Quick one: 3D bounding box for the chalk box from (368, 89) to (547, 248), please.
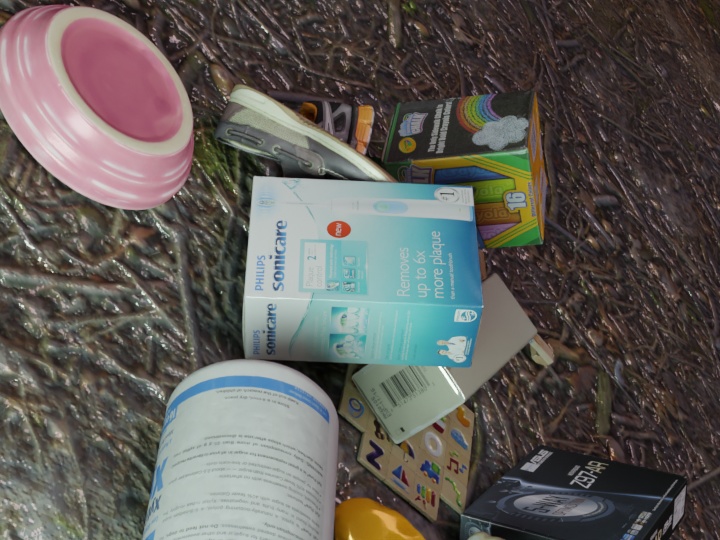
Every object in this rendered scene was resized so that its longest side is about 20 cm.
[{"bbox_3d":[0.094,-0.103,1.317,0.125,0.198,0.125,-74,155,-50],"label":"chalk box"}]

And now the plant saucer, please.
[{"bbox_3d":[-0.216,-0.148,1.044,0.200,0.051,0.202,34,36,-30],"label":"plant saucer"}]

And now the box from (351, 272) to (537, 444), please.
[{"bbox_3d":[0.086,0.080,1.181,0.078,0.095,0.200,55,30,3],"label":"box"}]

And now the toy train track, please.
[{"bbox_3d":[0.148,0.041,1.378,0.200,0.032,0.115,46,25,-26],"label":"toy train track"}]

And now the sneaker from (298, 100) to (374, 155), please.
[{"bbox_3d":[-0.039,-0.094,1.222,0.077,0.079,0.201,16,47,-5],"label":"sneaker"}]

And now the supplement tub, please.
[{"bbox_3d":[-0.082,0.174,0.842,0.132,0.132,0.201,36,36,-27],"label":"supplement tub"}]

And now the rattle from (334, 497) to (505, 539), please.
[{"bbox_3d":[0.066,0.253,0.934,0.143,0.130,0.200,57,6,-18],"label":"rattle"}]

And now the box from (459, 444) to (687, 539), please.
[{"bbox_3d":[0.205,0.231,1.157,0.200,0.159,0.044,-22,117,-57],"label":"box"}]

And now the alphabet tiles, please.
[{"bbox_3d":[0.047,0.136,1.171,0.166,0.006,0.201,41,34,-21],"label":"alphabet tiles"}]

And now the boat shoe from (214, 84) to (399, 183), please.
[{"bbox_3d":[-0.050,-0.103,1.150,0.199,0.065,0.072,32,1,15],"label":"boat shoe"}]

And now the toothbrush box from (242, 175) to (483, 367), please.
[{"bbox_3d":[0.000,0.000,1.064,0.198,0.086,0.147,3,47,-2],"label":"toothbrush box"}]
